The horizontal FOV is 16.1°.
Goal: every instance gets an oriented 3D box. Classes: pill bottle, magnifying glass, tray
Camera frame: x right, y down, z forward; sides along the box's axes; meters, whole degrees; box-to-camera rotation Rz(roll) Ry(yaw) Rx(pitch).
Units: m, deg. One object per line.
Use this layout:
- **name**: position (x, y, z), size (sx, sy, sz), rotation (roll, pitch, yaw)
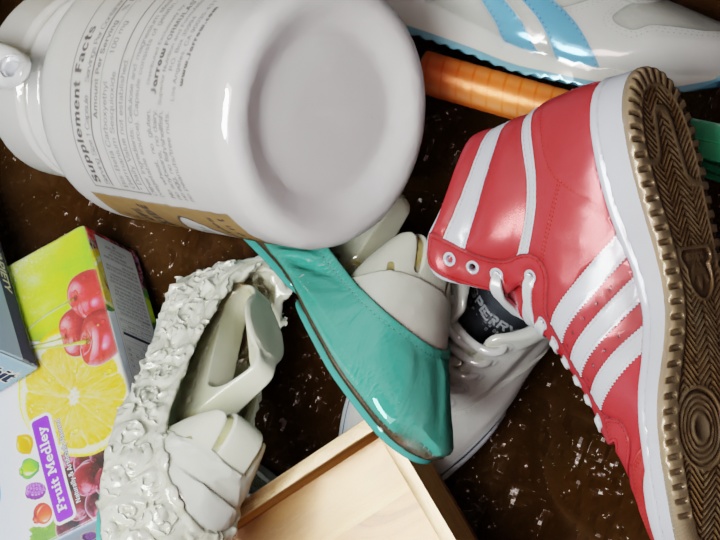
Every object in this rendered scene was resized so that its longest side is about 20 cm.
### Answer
- **pill bottle**: position (-0.075, -0.076, 1.119), size (0.199, 0.114, 0.115), rotation (11, 102, 49)
- **magnifying glass**: position (0.121, -0.061, 1.111), size (0.199, 0.080, 0.023), rotation (15, 88, 12)
- **tray**: position (-0.041, 0.157, 1.152), size (0.199, 0.037, 0.099), rotation (-34, 80, 16)

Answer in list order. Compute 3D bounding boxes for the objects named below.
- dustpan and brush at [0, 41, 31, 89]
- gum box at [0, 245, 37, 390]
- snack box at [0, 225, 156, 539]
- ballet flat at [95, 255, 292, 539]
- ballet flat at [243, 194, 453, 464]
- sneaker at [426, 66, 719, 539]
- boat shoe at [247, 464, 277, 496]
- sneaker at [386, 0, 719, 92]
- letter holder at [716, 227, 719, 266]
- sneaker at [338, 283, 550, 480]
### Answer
- **dustpan and brush**: position (-0.214, -0.110, 1.179), size (0.200, 0.057, 0.140), rotation (16, 79, 57)
- **gum box**: position (-0.265, 0.016, 1.226), size (0.199, 0.045, 0.171), rotation (-29, 62, 18)
- **snack box**: position (-0.183, 0.087, 1.214), size (0.199, 0.053, 0.143), rotation (-27, 63, 19)
- **ballet flat**: position (-0.070, 0.064, 1.133), size (0.071, 0.201, 0.072), rotation (4, 134, 5)
- **ballet flat**: position (0.000, 0.000, 1.125), size (0.070, 0.067, 0.200), rotation (-49, 44, 12)
- **sneaker**: position (0.092, 0.027, 1.047), size (0.112, 0.071, 0.201), rotation (-14, 80, 36)
- **boat shoe**: position (-0.050, 0.145, 1.200), size (0.201, 0.065, 0.075), rotation (35, 105, 11)
- **sneaker**: position (0.078, -0.130, 1.121), size (0.199, 0.076, 0.081), rotation (19, 101, 12)
- **letter holder**: position (0.219, 0.085, 1.094), size (0.141, 0.101, 0.201), rotation (-1, 97, 15)
- **sneaker**: position (0.050, 0.025, 1.151), size (0.073, 0.071, 0.200), rotation (37, 106, 9)
